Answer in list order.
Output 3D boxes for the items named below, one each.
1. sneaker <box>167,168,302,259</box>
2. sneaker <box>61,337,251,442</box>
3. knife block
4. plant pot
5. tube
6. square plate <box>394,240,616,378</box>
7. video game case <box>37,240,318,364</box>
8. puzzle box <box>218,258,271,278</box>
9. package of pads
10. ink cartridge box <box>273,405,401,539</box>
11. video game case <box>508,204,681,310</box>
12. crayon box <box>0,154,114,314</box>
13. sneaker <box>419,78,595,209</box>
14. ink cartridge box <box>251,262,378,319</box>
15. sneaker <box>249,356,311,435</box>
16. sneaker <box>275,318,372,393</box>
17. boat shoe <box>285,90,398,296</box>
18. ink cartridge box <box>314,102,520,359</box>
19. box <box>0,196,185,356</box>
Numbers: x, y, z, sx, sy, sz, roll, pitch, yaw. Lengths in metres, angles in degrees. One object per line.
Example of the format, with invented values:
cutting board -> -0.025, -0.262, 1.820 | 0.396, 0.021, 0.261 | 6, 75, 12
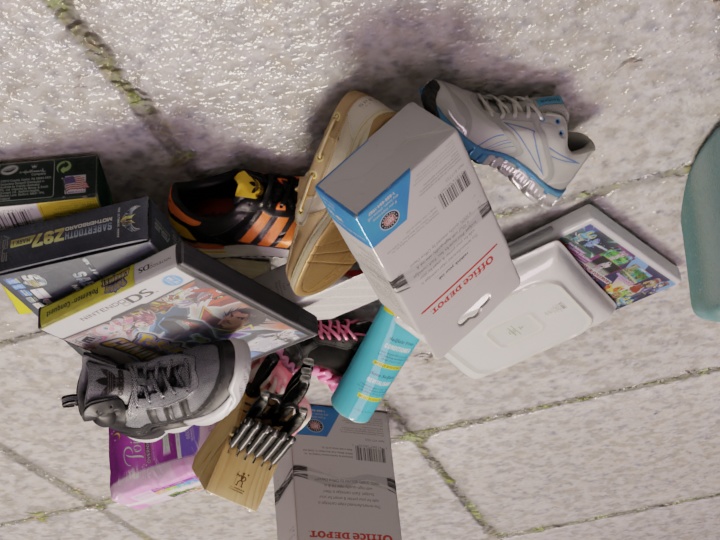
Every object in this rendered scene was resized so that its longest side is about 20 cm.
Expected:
sneaker -> -0.084, -0.060, 1.215 | 0.198, 0.071, 0.090 | -6, 153, 4
sneaker -> -0.197, 0.109, 1.222 | 0.113, 0.076, 0.199 | 18, 146, -41
knife block -> -0.115, 0.167, 1.432 | 0.064, 0.177, 0.200 | 25, 176, -13
plant pot -> 0.411, -0.036, 1.238 | 0.195, 0.198, 0.200 | 6, 158, -20
tube -> 0.034, 0.077, 1.443 | 0.077, 0.050, 0.201 | 12, 117, -38
square plate -> 0.165, 0.054, 1.423 | 0.197, 0.029, 0.200 | -26, 147, 18
video game case -> -0.169, 0.049, 1.227 | 0.180, 0.026, 0.200 | -23, 147, 28
puzzle box -> -0.185, 0.045, 1.421 | 0.132, 0.026, 0.200 | 5, 148, -19
package of pads -> -0.217, 0.209, 1.599 | 0.199, 0.121, 0.076 | -21, 150, 23
ink cartridge box -> -0.034, 0.284, 1.679 | 0.145, 0.201, 0.086 | 8, 147, -22
video game case -> 0.227, 0.006, 1.428 | 0.181, 0.023, 0.199 | -26, 144, 31
crayon box -> -0.295, -0.030, 1.249 | 0.126, 0.051, 0.201 | -5, 149, -2
sneaker -> 0.134, -0.132, 1.149 | 0.199, 0.075, 0.087 | 24, 121, -42
ink cartridge box -> 0.000, 0.000, 1.297 | 0.199, 0.050, 0.161 | -26, 168, 29
sneaker -> -0.107, 0.137, 1.482 | 0.075, 0.105, 0.200 | -30, 157, 0
sneaker -> -0.033, 0.079, 1.475 | 0.095, 0.079, 0.200 | -36, 144, 16
boat shoe -> -0.022, -0.070, 1.165 | 0.073, 0.069, 0.201 | -5, 131, -46
ink cartridge box -> 0.055, -0.029, 1.128 | 0.116, 0.068, 0.201 | -41, 134, -12
box -> -0.231, 0.014, 1.233 | 0.156, 0.051, 0.200 | -12, 150, 11
